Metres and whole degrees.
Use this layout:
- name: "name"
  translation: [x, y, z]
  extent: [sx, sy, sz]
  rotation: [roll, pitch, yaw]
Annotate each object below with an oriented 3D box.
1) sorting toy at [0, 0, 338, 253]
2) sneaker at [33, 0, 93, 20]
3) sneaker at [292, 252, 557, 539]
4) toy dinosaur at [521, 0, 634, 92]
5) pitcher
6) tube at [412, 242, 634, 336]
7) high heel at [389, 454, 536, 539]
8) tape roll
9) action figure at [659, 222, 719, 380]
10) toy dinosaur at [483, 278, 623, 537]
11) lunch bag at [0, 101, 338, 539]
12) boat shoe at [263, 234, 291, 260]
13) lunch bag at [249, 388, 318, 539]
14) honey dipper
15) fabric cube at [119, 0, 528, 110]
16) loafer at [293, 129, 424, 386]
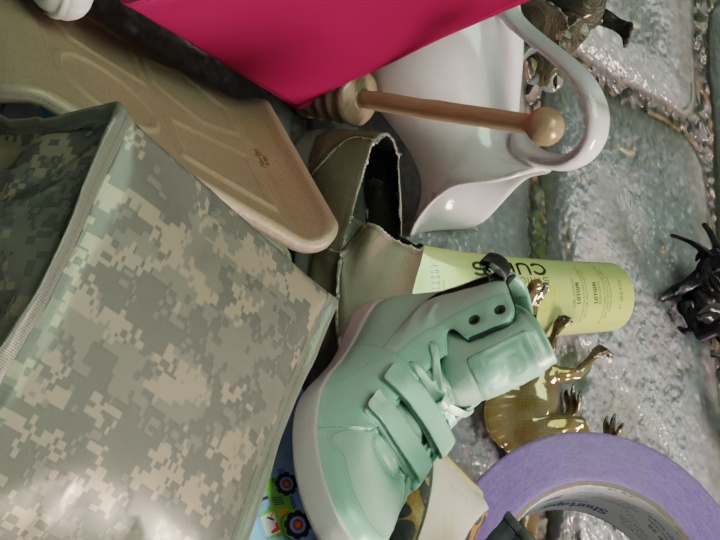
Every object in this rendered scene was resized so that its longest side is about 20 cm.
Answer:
- name: "sorting toy"
  translation: [-0.120, -0.087, 0.766]
  extent: [0.199, 0.037, 0.185]
  rotation: [25, 20, -31]
- name: "sneaker"
  translation: [-0.219, -0.209, 0.733]
  extent: [0.129, 0.080, 0.200]
  rotation: [-6, 62, -34]
- name: "sneaker"
  translation: [0.038, 0.064, 0.725]
  extent: [0.074, 0.117, 0.201]
  rotation: [58, 28, -24]
- name: "toy dinosaur"
  translation: [0.166, -0.229, 1.102]
  extent: [0.101, 0.077, 0.201]
  rotation: [8, 49, -5]
- name: "pitcher"
  translation: [0.074, -0.142, 0.921]
  extent: [0.121, 0.171, 0.202]
  rotation: [-8, 80, -48]
- name: "tube"
  translation: [0.108, 0.021, 0.977]
  extent: [0.199, 0.052, 0.058]
  rotation: [1, 39, -37]
- name: "high heel"
  translation: [0.012, 0.165, 0.777]
  extent: [0.143, 0.200, 0.071]
  rotation: [-45, 110, -4]
- name: "tape roll"
  translation: [0.138, 0.205, 0.857]
  extent: [0.198, 0.066, 0.202]
  rotation: [5, 66, -11]
- name: "action figure"
  translation: [0.315, 0.054, 1.112]
  extent: [0.118, 0.102, 0.202]
  rotation: [-17, 87, -32]
- name: "toy dinosaur"
  translation: [0.124, 0.104, 0.961]
  extent: [0.100, 0.058, 0.202]
  rotation: [-3, 94, -34]
- name: "lunch bag"
  translation: [-0.120, 0.059, 0.604]
  extent: [0.164, 0.117, 0.201]
  rotation: [42, 59, -41]
- name: "boat shoe"
  translation: [-0.115, -0.025, 0.790]
  extent: [0.200, 0.072, 0.062]
  rotation: [39, 32, -33]
- name: "lunch bag"
  translation: [-0.120, 0.124, 0.718]
  extent: [0.199, 0.094, 0.152]
  rotation: [-16, 83, -30]
- name: "honey dipper"
  translation: [0.039, -0.099, 0.859]
  extent: [0.038, 0.199, 0.038]
  rotation: [-18, 115, -44]
- name: "fabric cube"
  translation: [-0.026, -0.238, 0.800]
  extent: [0.199, 0.195, 0.202]
  rotation: [24, 47, -62]
- name: "loafer"
  translation: [0.000, 0.000, 0.860]
  extent: [0.075, 0.069, 0.202]
  rotation: [16, 62, -54]
